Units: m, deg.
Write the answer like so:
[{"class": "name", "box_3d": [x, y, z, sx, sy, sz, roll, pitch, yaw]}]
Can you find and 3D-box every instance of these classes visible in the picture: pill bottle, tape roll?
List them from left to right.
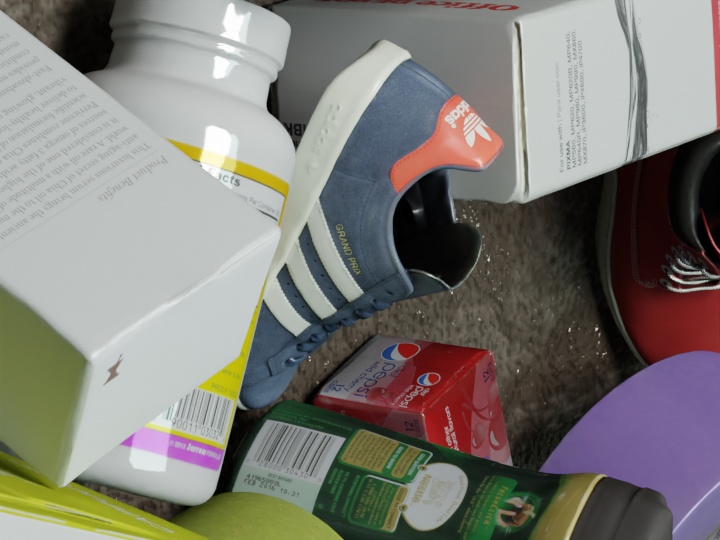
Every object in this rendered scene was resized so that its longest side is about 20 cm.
[{"class": "pill bottle", "box_3d": [-0.087, -0.012, 1.108, 0.104, 0.104, 0.201, 22, 79, -51]}, {"class": "tape roll", "box_3d": [0.167, 0.148, 1.425, 0.200, 0.085, 0.200, -28, 136, -30]}]

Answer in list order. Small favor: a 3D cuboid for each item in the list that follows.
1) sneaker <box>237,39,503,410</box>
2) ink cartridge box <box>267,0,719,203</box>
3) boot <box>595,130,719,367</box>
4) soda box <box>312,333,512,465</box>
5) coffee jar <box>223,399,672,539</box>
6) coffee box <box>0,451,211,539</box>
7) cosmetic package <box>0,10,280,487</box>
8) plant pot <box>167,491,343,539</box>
[{"class": "sneaker", "box_3d": [0.000, 0.000, 1.174, 0.075, 0.084, 0.200, -48, 167, -48]}, {"class": "ink cartridge box", "box_3d": [0.073, -0.096, 1.260, 0.200, 0.144, 0.084, -22, 113, -48]}, {"class": "boot", "box_3d": [0.172, -0.003, 1.392, 0.072, 0.144, 0.200, -13, 124, -7]}, {"class": "soda box", "box_3d": [0.037, 0.134, 1.320, 0.063, 0.070, 0.200, -40, 127, -44]}, {"class": "coffee jar", "box_3d": [0.043, 0.127, 1.210, 0.104, 0.200, 0.085, 82, 29, -44]}, {"class": "coffee box", "box_3d": [-0.188, 0.147, 0.920, 0.200, 0.199, 0.198, 20, 88, -51]}, {"class": "cosmetic package", "box_3d": [-0.139, -0.028, 0.958, 0.101, 0.200, 0.071, -36, 156, -41]}, {"class": "plant pot", "box_3d": [-0.076, 0.190, 1.125, 0.200, 0.187, 0.187, -58, 138, -46]}]
